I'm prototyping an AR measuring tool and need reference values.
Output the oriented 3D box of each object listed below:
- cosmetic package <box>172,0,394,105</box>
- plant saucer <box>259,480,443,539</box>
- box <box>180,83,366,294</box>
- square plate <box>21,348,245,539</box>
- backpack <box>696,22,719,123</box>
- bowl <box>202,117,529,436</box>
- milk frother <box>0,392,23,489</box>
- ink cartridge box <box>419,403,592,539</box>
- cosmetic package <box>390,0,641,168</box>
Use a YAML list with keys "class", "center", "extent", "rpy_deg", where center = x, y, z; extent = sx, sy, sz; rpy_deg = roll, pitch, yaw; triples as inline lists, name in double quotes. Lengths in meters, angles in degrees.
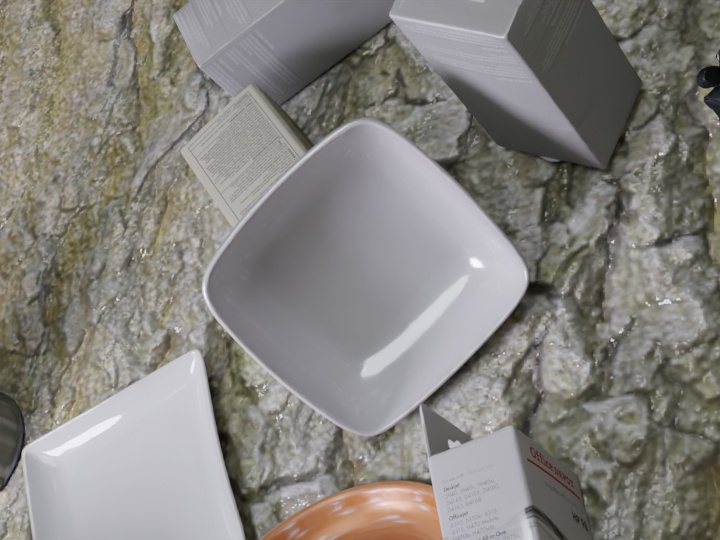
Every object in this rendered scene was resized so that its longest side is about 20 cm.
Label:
- class: "cosmetic package"
  center: [-0.054, -0.240, 1.256]
  extent: [0.200, 0.107, 0.090]
  rpy_deg: [-37, 53, 9]
- class: "plant saucer"
  center: [-0.009, 0.226, 0.980]
  extent: [0.200, 0.037, 0.200]
  rpy_deg: [-21, 25, 10]
- class: "box"
  center: [-0.062, -0.058, 1.183]
  extent: [0.095, 0.078, 0.200]
  rpy_deg: [-41, 51, 7]
- class: "square plate"
  center: [-0.189, 0.192, 1.166]
  extent: [0.200, 0.028, 0.198]
  rpy_deg: [-30, 53, 16]
- class: "backpack"
  center: [0.349, -0.154, 0.944]
  extent: [0.167, 0.127, 0.200]
  rpy_deg: [33, 85, 28]
- class: "bowl"
  center: [0.000, 0.000, 1.061]
  extent: [0.200, 0.200, 0.075]
  rpy_deg: [-45, 16, 6]
- class: "milk frother"
  center: [-0.379, 0.085, 1.239]
  extent: [0.200, 0.188, 0.181]
  rpy_deg: [-33, 54, 13]
- class: "ink cartridge box"
  center: [0.107, 0.182, 0.926]
  extent: [0.067, 0.116, 0.200]
  rpy_deg: [-23, 56, 21]
- class: "cosmetic package"
  center: [0.120, -0.162, 1.037]
  extent: [0.107, 0.200, 0.090]
  rpy_deg: [18, 79, 35]
